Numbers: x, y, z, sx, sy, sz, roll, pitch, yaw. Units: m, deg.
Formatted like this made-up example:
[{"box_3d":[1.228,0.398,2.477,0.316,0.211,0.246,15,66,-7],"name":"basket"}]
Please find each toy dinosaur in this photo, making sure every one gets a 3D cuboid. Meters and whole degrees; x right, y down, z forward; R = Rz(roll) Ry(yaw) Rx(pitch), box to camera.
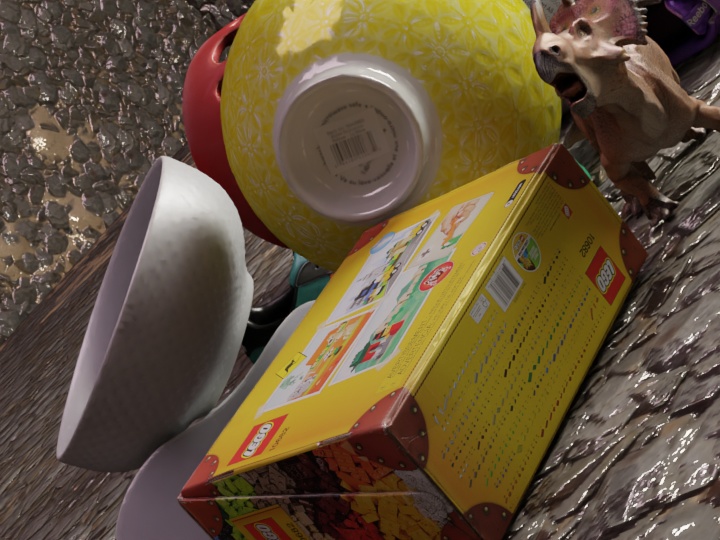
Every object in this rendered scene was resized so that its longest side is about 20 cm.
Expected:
[{"box_3d":[0.130,-0.100,0.862,0.086,0.136,0.200,-43,11,1],"name":"toy dinosaur"}]

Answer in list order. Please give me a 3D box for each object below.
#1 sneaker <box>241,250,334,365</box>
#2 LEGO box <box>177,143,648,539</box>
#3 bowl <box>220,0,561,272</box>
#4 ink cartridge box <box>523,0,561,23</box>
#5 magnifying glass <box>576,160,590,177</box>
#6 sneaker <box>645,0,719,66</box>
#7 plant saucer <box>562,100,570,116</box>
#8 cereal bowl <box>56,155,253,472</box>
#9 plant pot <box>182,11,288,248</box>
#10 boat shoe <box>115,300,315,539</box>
[{"box_3d":[0.000,0.000,1.089,0.200,0.080,0.071,-40,11,16],"name":"sneaker"},{"box_3d":[0.027,0.048,0.791,0.149,0.077,0.200,-23,24,46],"name":"LEGO box"},{"box_3d":[0.005,-0.079,0.924,0.200,0.200,0.108,-39,4,21],"name":"bowl"},{"box_3d":[0.094,-0.159,1.057,0.200,0.068,0.115,-56,21,-1],"name":"ink cartridge box"},{"box_3d":[0.079,-0.002,0.979,0.079,0.022,0.200,-33,17,45],"name":"magnifying glass"},{"box_3d":[0.218,-0.187,1.040,0.200,0.080,0.089,-43,17,28],"name":"sneaker"},{"box_3d":[0.149,-0.154,1.246,0.200,0.037,0.200,-43,11,10],"name":"plant saucer"},{"box_3d":[-0.121,0.035,1.059,0.200,0.083,0.201,-161,90,-78],"name":"cereal bowl"},{"box_3d":[-0.015,-0.135,1.358,0.182,0.201,0.201,-21,24,44],"name":"plant pot"},{"box_3d":[-0.069,0.107,1.023,0.200,0.071,0.070,-52,-14,-17],"name":"boat shoe"}]
